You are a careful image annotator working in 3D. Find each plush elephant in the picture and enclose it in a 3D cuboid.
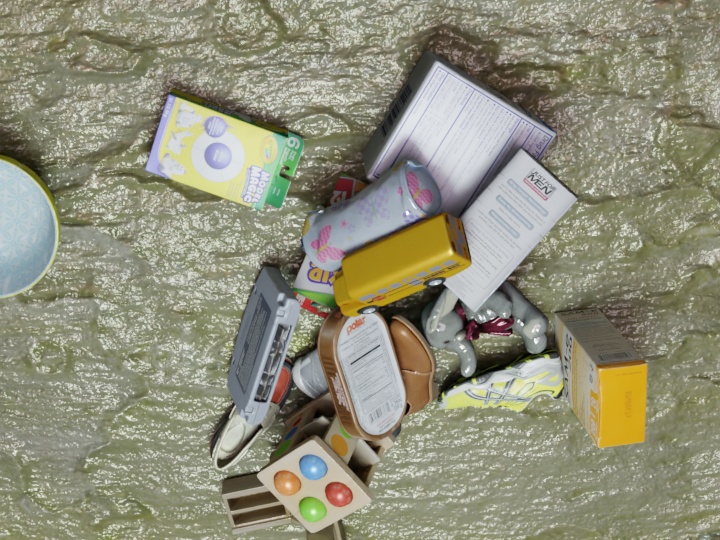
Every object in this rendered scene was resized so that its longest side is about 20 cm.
[{"bbox_3d":[0.158,0.074,1.449,0.155,0.165,0.200,-41,79,-2],"label":"plush elephant"}]

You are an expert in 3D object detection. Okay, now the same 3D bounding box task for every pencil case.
[{"bbox_3d":[0.013,-0.071,1.329,0.199,0.083,0.091,-26,69,35],"label":"pencil case"}]

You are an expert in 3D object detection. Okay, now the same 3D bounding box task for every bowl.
[{"bbox_3d":[-0.502,-0.074,1.374,0.199,0.108,0.202,-1,111,-4],"label":"bowl"}]

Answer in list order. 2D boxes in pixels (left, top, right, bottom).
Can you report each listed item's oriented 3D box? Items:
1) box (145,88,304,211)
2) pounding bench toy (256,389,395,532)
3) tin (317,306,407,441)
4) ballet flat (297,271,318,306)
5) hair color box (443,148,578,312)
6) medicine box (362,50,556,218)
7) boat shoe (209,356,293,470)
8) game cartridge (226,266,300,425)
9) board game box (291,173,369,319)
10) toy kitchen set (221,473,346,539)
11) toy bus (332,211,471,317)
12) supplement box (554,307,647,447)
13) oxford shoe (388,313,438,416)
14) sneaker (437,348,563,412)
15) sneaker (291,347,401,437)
[{"bbox_3d":[-0.186,-0.162,1.394,0.199,0.048,0.118,18,109,-12],"label":"box"},{"bbox_3d":[-0.075,0.293,1.464,0.200,0.156,0.124,-36,103,32],"label":"pounding bench toy"},{"bbox_3d":[0.006,0.143,1.402,0.112,0.042,0.201,-32,112,-40],"label":"tin"},{"bbox_3d":[0.000,0.000,1.462,0.199,0.070,0.070,-16,111,3],"label":"ballet flat"},{"bbox_3d":[0.184,-0.054,1.324,0.099,0.061,0.200,43,105,7],"label":"hair color box"},{"bbox_3d":[0.132,-0.169,1.380,0.199,0.103,0.183,28,107,-14],"label":"medicine box"},{"bbox_3d":[-0.165,0.218,1.531,0.071,0.063,0.200,34,104,-13],"label":"boat shoe"},{"bbox_3d":[-0.143,0.104,1.449,0.041,0.133,0.201,13,109,-20],"label":"game cartridge"},{"bbox_3d":[-0.023,-0.027,1.424,0.095,0.030,0.201,24,96,11],"label":"board game box"},{"bbox_3d":[-0.110,0.429,1.541,0.179,0.200,0.164,-11,115,1],"label":"toy kitchen set"},{"bbox_3d":[0.046,-0.004,1.300,0.199,0.066,0.078,-24,157,28],"label":"toy bus"},{"bbox_3d":[0.346,0.152,1.464,0.073,0.200,0.127,-6,110,-5],"label":"supplement box"},{"bbox_3d":[0.067,0.146,1.474,0.071,0.071,0.201,-37,137,-23],"label":"oxford shoe"},{"bbox_3d":[0.212,0.183,1.518,0.199,0.075,0.077,-19,93,17],"label":"sneaker"},{"bbox_3d":[0.002,0.177,1.501,0.199,0.075,0.115,34,129,-14],"label":"sneaker"}]
